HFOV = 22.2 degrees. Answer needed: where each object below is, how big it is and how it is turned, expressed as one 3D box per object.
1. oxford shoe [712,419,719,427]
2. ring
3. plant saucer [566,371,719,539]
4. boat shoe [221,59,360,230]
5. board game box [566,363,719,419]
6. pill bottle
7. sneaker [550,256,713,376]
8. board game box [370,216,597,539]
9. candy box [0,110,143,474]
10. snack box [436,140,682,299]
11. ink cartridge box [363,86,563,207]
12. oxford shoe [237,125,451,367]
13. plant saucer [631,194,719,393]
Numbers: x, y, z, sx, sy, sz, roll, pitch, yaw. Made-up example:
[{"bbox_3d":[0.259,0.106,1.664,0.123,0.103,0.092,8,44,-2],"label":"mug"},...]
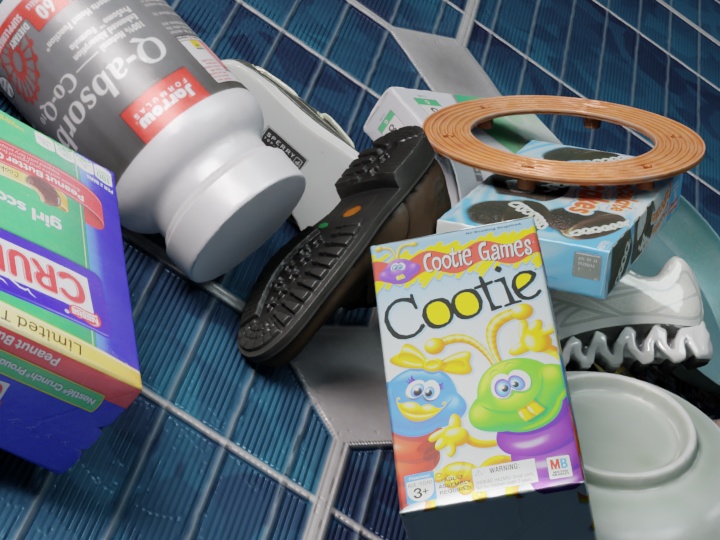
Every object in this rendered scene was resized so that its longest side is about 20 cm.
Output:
[{"bbox_3d":[0.210,0.122,1.243,0.200,0.073,0.071,3,64,-31],"label":"oxford shoe"},{"bbox_3d":[0.142,-0.089,1.298,0.200,0.019,0.200,2,22,-1],"label":"ring"},{"bbox_3d":[0.155,0.115,1.155,0.200,0.050,0.200,4,34,-3],"label":"plant saucer"},{"bbox_3d":[-0.030,-0.073,1.268,0.200,0.071,0.064,47,20,1],"label":"boat shoe"},{"bbox_3d":[0.175,0.040,1.380,0.135,0.035,0.200,1,47,-48],"label":"board game box"},{"bbox_3d":[-0.133,-0.096,1.142,0.200,0.116,0.116,47,30,13],"label":"pill bottle"},{"bbox_3d":[0.135,0.030,1.240,0.200,0.075,0.081,-1,81,-6],"label":"sneaker"},{"bbox_3d":[0.072,0.081,1.080,0.105,0.103,0.200,74,7,-47],"label":"board game box"},{"bbox_3d":[-0.208,-0.011,0.953,0.169,0.077,0.200,29,27,-29],"label":"candy box"},{"bbox_3d":[0.139,-0.039,1.247,0.116,0.037,0.200,11,23,20],"label":"snack box"},{"bbox_3d":[0.117,-0.055,1.364,0.161,0.050,0.200,1,39,-47],"label":"ink cartridge box"},{"bbox_3d":[0.000,0.000,1.164,0.200,0.073,0.084,-48,120,-30],"label":"oxford shoe"},{"bbox_3d":[0.236,0.015,1.382,0.200,0.036,0.200,34,36,-30],"label":"plant saucer"}]
